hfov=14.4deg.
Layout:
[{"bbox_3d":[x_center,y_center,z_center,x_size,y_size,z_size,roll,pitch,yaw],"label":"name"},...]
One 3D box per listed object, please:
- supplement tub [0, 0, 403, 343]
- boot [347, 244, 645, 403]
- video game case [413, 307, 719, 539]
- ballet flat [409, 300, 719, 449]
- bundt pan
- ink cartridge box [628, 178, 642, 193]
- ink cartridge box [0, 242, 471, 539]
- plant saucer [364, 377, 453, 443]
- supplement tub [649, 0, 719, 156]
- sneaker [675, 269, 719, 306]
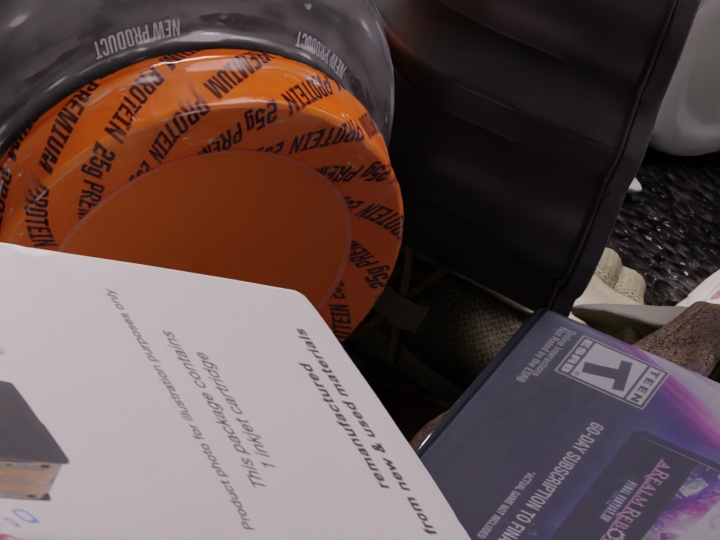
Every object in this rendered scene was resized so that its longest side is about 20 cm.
[{"bbox_3d":[-0.067,-0.066,0.678,0.122,0.123,0.200,14,36,-36],"label":"supplement tub"},{"bbox_3d":[0.000,0.000,0.811,0.155,0.072,0.200,39,25,5],"label":"boot"},{"bbox_3d":[0.093,0.087,0.607,0.200,0.019,0.143,23,42,20],"label":"video game case"},{"bbox_3d":[0.070,0.038,0.755,0.067,0.068,0.200,26,18,22],"label":"ballet flat"},{"bbox_3d":[0.047,-0.090,0.731,0.076,0.202,0.202,19,26,-1],"label":"bundt pan"},{"bbox_3d":[0.024,-0.098,1.015,0.200,0.067,0.116,9,34,-42],"label":"ink cartridge box"},{"bbox_3d":[-0.102,0.069,0.469,0.200,0.145,0.084,10,34,-42],"label":"ink cartridge box"},{"bbox_3d":[0.033,0.104,0.705,0.200,0.035,0.200,26,26,-14],"label":"plant saucer"},{"bbox_3d":[0.100,-0.150,1.136,0.122,0.123,0.200,1,40,-49],"label":"supplement tub"},{"bbox_3d":[0.125,0.026,0.902,0.076,0.081,0.200,38,26,5],"label":"sneaker"}]
